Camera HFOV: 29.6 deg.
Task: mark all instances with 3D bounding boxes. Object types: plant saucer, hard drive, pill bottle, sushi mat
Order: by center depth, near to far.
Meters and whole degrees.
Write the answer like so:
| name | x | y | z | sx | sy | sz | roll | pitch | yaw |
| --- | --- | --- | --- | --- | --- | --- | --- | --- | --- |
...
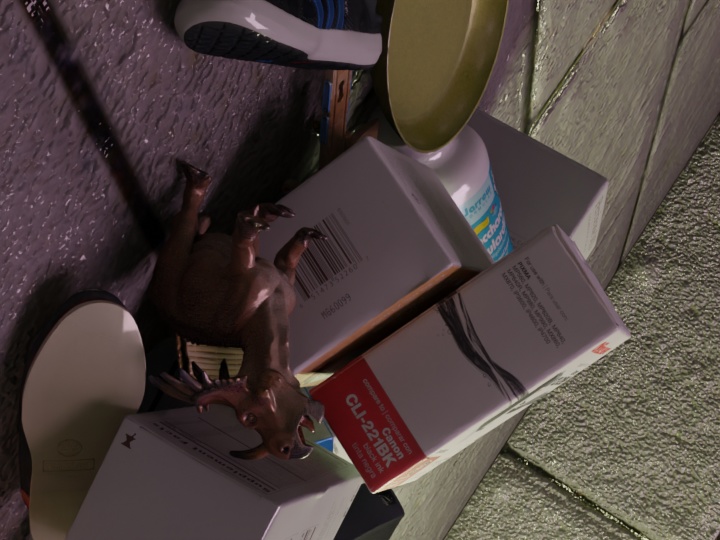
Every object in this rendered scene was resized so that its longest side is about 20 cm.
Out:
| name | x | y | z | sx | sy | sz | roll | pitch | yaw |
| --- | --- | --- | --- | --- | --- | --- | --- | --- | --- |
| sushi mat | -0.094 | 0.046 | 0.991 | 0.200 | 0.012 | 0.096 | 18 | 66 | -75 |
| plant saucer | 0.057 | -0.188 | 1.014 | 0.200 | 0.031 | 0.201 | -43 | 141 | -47 |
| hard drive | -0.033 | 0.241 | 1.095 | 0.135 | 0.042 | 0.200 | -60 | 161 | 12 |
| pill bottle | 0.064 | -0.053 | 1.158 | 0.111 | 0.111 | 0.200 | -50 | 139 | -28 |

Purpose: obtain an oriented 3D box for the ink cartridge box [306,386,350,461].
| name | x | y | z | sx | sy | sz | roll | pitch | yaw |
| --- | --- | --- | --- | --- | --- | --- | --- | --- | --- |
| ink cartridge box | -0.025 | 0.126 | 1.318 | 0.200 | 0.084 | 0.144 | -55 | 163 | -16 |

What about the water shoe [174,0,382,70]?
| name | x | y | z | sx | sy | sz | roll | pitch | yaw |
| --- | --- | --- | --- | --- | --- | --- | --- | --- | --- |
| water shoe | -0.047 | -0.162 | 0.794 | 0.200 | 0.071 | 0.079 | -8 | 100 | -68 |

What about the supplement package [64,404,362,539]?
| name | x | y | z | sx | sy | sz | roll | pitch | yaw |
| --- | --- | --- | --- | --- | --- | --- | --- | --- | --- |
| supplement package | -0.090 | 0.159 | 0.870 | 0.110 | 0.114 | 0.200 | -63 | 165 | 4 |

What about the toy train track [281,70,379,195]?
| name | x | y | z | sx | sy | sz | roll | pitch | yaw |
| --- | --- | --- | --- | --- | --- | --- | --- | --- | --- |
| toy train track | -0.029 | -0.105 | 0.978 | 0.115 | 0.032 | 0.200 | -47 | 160 | -32 |

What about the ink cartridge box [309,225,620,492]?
| name | x | y | z | sx | sy | sz | roll | pitch | yaw |
| --- | --- | --- | --- | --- | --- | --- | --- | --- | --- |
| ink cartridge box | 0.083 | 0.064 | 0.953 | 0.200 | 0.084 | 0.144 | -36 | 168 | 9 |

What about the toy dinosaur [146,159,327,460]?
| name | x | y | z | sx | sy | sz | roll | pitch | yaw |
| --- | --- | --- | --- | --- | --- | --- | --- | --- | --- |
| toy dinosaur | -0.091 | 0.019 | 0.836 | 0.086 | 0.200 | 0.136 | 21 | 100 | -38 |

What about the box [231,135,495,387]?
| name | x | y | z | sx | sy | sz | roll | pitch | yaw |
| --- | --- | --- | --- | --- | --- | --- | --- | --- | --- |
| box | 0.000 | 0.000 | 0.985 | 0.152 | 0.107 | 0.200 | -36 | 168 | 12 |

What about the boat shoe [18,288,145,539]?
| name | x | y | z | sx | sy | sz | roll | pitch | yaw |
| --- | --- | --- | --- | --- | --- | --- | --- | --- | --- |
| boat shoe | -0.174 | 0.087 | 0.837 | 0.063 | 0.071 | 0.200 | -106 | -156 | -52 |

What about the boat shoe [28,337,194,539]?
| name | x | y | z | sx | sy | sz | roll | pitch | yaw |
| --- | --- | --- | --- | --- | --- | --- | --- | --- | --- |
| boat shoe | -0.159 | 0.142 | 0.959 | 0.200 | 0.072 | 0.062 | -57 | 157 | -15 |

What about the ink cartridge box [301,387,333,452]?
| name | x | y | z | sx | sy | sz | roll | pitch | yaw |
| --- | --- | --- | --- | --- | --- | --- | --- | --- | --- |
| ink cartridge box | -0.088 | 0.203 | 1.153 | 0.116 | 0.067 | 0.200 | -16 | 133 | -20 |

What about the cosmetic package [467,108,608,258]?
| name | x | y | z | sx | sy | sz | roll | pitch | yaw |
| --- | --- | --- | --- | --- | --- | --- | --- | --- | --- |
| cosmetic package | 0.120 | -0.018 | 1.349 | 0.200 | 0.166 | 0.167 | -55 | 164 | -16 |
